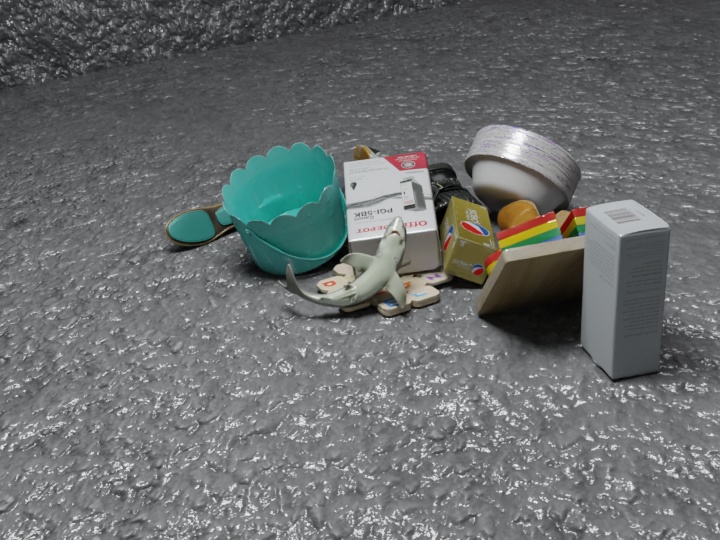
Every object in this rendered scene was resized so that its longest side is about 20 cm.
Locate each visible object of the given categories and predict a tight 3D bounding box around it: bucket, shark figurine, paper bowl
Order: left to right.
[{"bbox_3d":[-0.119,-0.100,1.638,0.205,0.136,0.208,-10,42,9],"label":"bucket"},{"bbox_3d":[-0.011,0.020,1.478,0.213,0.129,0.090,-24,-1,2],"label":"shark figurine"},{"bbox_3d":[0.276,-0.159,1.704,0.199,0.200,0.105,15,75,38],"label":"paper bowl"}]

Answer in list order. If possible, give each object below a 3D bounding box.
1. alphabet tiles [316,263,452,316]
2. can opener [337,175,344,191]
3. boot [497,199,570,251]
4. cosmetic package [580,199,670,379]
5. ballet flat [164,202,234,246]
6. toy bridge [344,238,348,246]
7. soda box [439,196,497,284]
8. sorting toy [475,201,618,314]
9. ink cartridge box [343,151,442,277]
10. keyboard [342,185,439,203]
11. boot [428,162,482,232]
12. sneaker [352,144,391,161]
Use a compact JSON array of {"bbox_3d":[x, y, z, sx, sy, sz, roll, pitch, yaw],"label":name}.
[{"bbox_3d":[0.038,0.020,1.544,0.194,0.015,0.200,-16,26,-22],"label":"alphabet tiles"},{"bbox_3d":[-0.052,-0.116,1.842,0.066,0.054,0.200,31,30,2],"label":"can opener"},{"bbox_3d":[0.249,-0.049,1.590,0.144,0.071,0.201,-36,21,-23],"label":"boot"},{"bbox_3d":[0.335,0.024,1.239,0.073,0.202,0.102,-9,26,-9],"label":"cosmetic package"},{"bbox_3d":[-0.282,-0.086,1.815,0.199,0.069,0.063,-20,0,-34],"label":"ballet flat"},{"bbox_3d":[-0.071,-0.050,1.706,0.198,0.028,0.067,4,25,22],"label":"toy bridge"},{"bbox_3d":[0.172,-0.053,1.583,0.067,0.065,0.200,18,22,-5],"label":"soda box"},{"bbox_3d":[0.267,-0.020,1.364,0.196,0.200,0.070,-10,69,-9],"label":"sorting toy"},{"bbox_3d":[0.050,-0.094,1.587,0.145,0.083,0.201,-8,44,3],"label":"ink cartridge box"},{"bbox_3d":[0.037,-0.102,1.712,0.198,0.021,0.128,8,69,36],"label":"keyboard"},{"bbox_3d":[0.102,-0.112,1.744,0.209,0.080,0.158,-22,39,-1],"label":"boot"},{"bbox_3d":[0.053,-0.202,1.980,0.087,0.076,0.200,-1,23,-28],"label":"sneaker"}]
